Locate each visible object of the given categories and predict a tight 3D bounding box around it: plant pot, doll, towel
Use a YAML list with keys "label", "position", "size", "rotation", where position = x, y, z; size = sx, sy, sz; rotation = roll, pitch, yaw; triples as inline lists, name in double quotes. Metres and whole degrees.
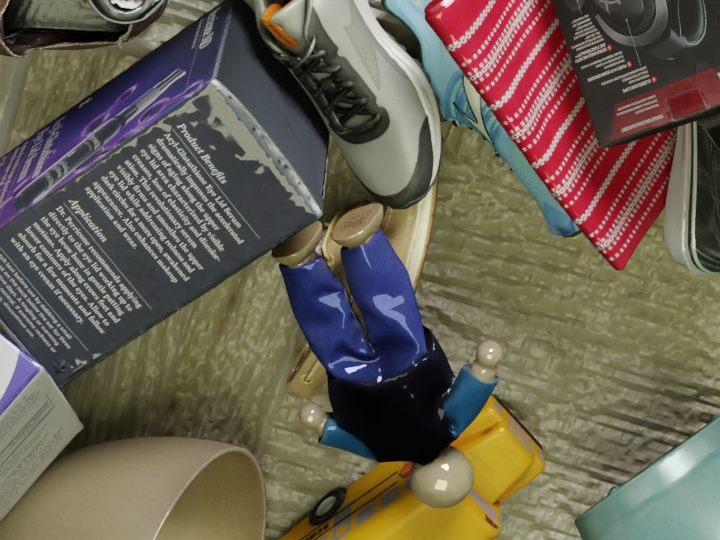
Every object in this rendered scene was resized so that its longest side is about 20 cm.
- label: "plant pot"
  position: [0.219, 0.176, 1.448]
  size: [0.200, 0.200, 0.134]
  rotation: [-37, 83, 18]
- label: "plant pot"
  position: [-0.163, 0.190, 1.466]
  size: [0.134, 0.200, 0.201]
  rotation: [16, 118, 20]
- label: "doll"
  position: [0.021, 0.060, 1.382]
  size: [0.136, 0.049, 0.201]
  rotation: [-15, 114, 18]
- label: "towel"
  position: [0.130, -0.120, 1.330]
  size: [0.022, 0.145, 0.200]
  rotation: [-7, 128, 53]

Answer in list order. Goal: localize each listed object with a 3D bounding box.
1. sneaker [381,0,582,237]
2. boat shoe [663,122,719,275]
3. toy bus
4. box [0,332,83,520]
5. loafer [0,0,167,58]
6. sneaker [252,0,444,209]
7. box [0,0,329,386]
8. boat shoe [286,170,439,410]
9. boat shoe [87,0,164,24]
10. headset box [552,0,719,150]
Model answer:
- label: "sneaker"
  position: [0.080, -0.107, 1.374]
  size: [0.090, 0.078, 0.201]
  rotation: [-22, 106, 26]
- label: "boat shoe"
  position: [0.225, -0.096, 1.338]
  size: [0.071, 0.072, 0.201]
  rotation: [9, 100, 45]
- label: "toy bus"
  position: [0.026, 0.166, 1.495]
  size: [0.200, 0.078, 0.065]
  rotation: [-37, 110, 18]
- label: "box"
  position: [-0.268, 0.111, 1.336]
  size: [0.105, 0.200, 0.184]
  rotation: [39, 79, 8]
- label: "loafer"
  position: [-0.214, -0.162, 1.345]
  size: [0.199, 0.071, 0.073]
  rotation: [-3, 116, 3]
- label: "sneaker"
  position: [-0.018, -0.124, 1.332]
  size: [0.074, 0.079, 0.201]
  rotation: [-17, 103, 40]
- label: "box"
  position: [-0.124, -0.049, 1.357]
  size: [0.200, 0.148, 0.104]
  rotation: [-34, 110, 15]
- label: "boat shoe"
  position: [0.000, 0.000, 1.418]
  size: [0.069, 0.074, 0.201]
  rotation: [14, 112, -3]
- label: "boat shoe"
  position: [-0.098, -0.230, 1.281]
  size: [0.073, 0.068, 0.200]
  rotation: [31, 91, -12]
- label: "headset box"
  position: [0.179, -0.166, 1.253]
  size: [0.149, 0.077, 0.201]
  rotation: [-19, 90, 50]
